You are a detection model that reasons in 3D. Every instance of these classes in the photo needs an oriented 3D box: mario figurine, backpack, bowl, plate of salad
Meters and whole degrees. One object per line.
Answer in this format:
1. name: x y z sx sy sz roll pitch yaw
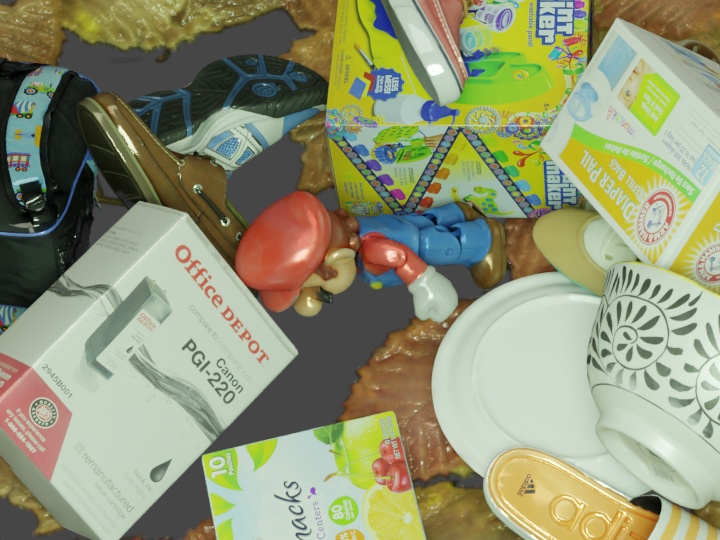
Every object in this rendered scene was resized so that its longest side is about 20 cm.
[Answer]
1. mario figurine: 0.000 0.000 1.713 0.200 0.123 0.106 -3 75 -29
2. backpack: -0.281 -0.066 1.788 0.183 0.135 0.200 5 44 9
3. bowl: 0.215 0.093 1.551 0.201 0.201 0.094 34 75 26
4. plate of salad: 0.151 0.086 1.680 0.200 0.048 0.200 -1 54 2

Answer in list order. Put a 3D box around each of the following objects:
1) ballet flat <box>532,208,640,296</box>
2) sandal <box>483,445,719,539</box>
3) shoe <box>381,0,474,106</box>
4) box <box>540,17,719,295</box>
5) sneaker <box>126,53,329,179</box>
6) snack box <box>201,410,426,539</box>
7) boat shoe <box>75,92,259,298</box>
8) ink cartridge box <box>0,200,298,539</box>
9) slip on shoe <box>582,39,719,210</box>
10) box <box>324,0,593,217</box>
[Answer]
1. ballet flat: 0.215 0.001 1.674 0.200 0.063 0.069 31 58 13
2. sandal: 0.176 0.182 1.578 0.207 0.059 0.079 27 78 3
3. shoe: 0.060 -0.211 1.731 0.091 0.071 0.200 -22 53 -1
4. box: 0.225 -0.071 1.616 0.113 0.101 0.200 -60 32 17
5. sneaker: -0.111 -0.109 1.836 0.200 0.077 0.076 -20 44 -28
6. snack box: -0.022 0.206 1.621 0.142 0.053 0.200 -14 56 0
7. boat shoe: -0.134 -0.058 1.746 0.068 0.200 0.072 -39 25 -15
8. ink cartridge box: -0.164 0.071 1.661 0.200 0.146 0.085 -47 27 -19
9. slip on shoe: 0.210 -0.084 1.785 0.061 0.076 0.200 -9 54 58
10. box: 0.080 -0.154 1.808 0.193 0.122 0.200 0 57 6
